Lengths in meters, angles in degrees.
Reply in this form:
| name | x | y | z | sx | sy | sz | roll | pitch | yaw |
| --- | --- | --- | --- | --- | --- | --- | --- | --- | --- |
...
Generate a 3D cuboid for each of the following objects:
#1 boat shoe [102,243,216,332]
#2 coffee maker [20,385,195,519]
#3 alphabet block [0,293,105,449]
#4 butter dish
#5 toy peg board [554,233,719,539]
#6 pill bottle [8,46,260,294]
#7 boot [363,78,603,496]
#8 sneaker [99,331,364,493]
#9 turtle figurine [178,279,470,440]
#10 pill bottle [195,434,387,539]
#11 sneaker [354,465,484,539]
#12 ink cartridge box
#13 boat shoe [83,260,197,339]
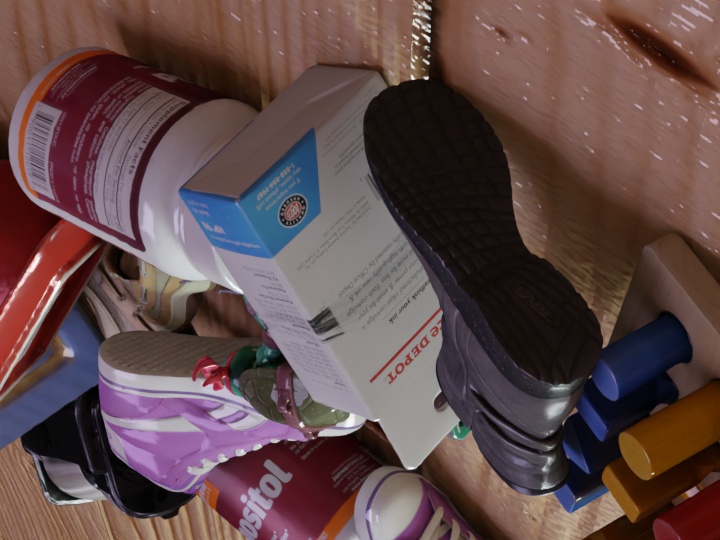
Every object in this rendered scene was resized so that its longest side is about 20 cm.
| name | x | y | z | sx | sy | sz | roll | pitch | yaw |
| --- | --- | --- | --- | --- | --- | --- | --- | --- | --- |
| boat shoe | -0.147 | -0.008 | 1.242 | 0.075 | 0.073 | 0.200 | 9 | 160 | -13 |
| coffee maker | -0.238 | 0.126 | 1.566 | 0.193 | 0.135 | 0.199 | 53 | 155 | -15 |
| alphabet block | -0.342 | 0.024 | 1.428 | 0.196 | 0.195 | 0.200 | 61 | 174 | -29 |
| butter dish | -0.279 | -0.005 | 1.238 | 0.147 | 0.201 | 0.200 | 34 | -159 | -2 |
| toy peg board | 0.157 | 0.126 | 0.867 | 0.200 | 0.097 | 0.201 | 55 | 159 | 25 |
| pill bottle | -0.119 | -0.062 | 1.083 | 0.199 | 0.114 | 0.115 | 25 | 150 | 39 |
| boot | 0.051 | 0.012 | 0.894 | 0.132 | 0.069 | 0.201 | 96 | 154 | -58 |
| sneaker | -0.090 | 0.112 | 1.261 | 0.198 | 0.073 | 0.115 | 9 | 120 | 11 |
| turtle figurine | -0.024 | 0.058 | 1.128 | 0.198 | 0.102 | 0.150 | 7 | 163 | 33 |
| pill bottle | -0.066 | 0.152 | 1.346 | 0.199 | 0.113 | 0.113 | 37 | 156 | 18 |
| sneaker | 0.085 | 0.216 | 1.264 | 0.114 | 0.073 | 0.201 | 9 | 148 | 50 |
| ink cartridge box | 0.000 | 0.000 | 0.980 | 0.068 | 0.116 | 0.201 | 12 | 139 | 53 |
| boat shoe | -0.190 | -0.009 | 1.366 | 0.064 | 0.071 | 0.201 | -22 | 106 | 28 |
